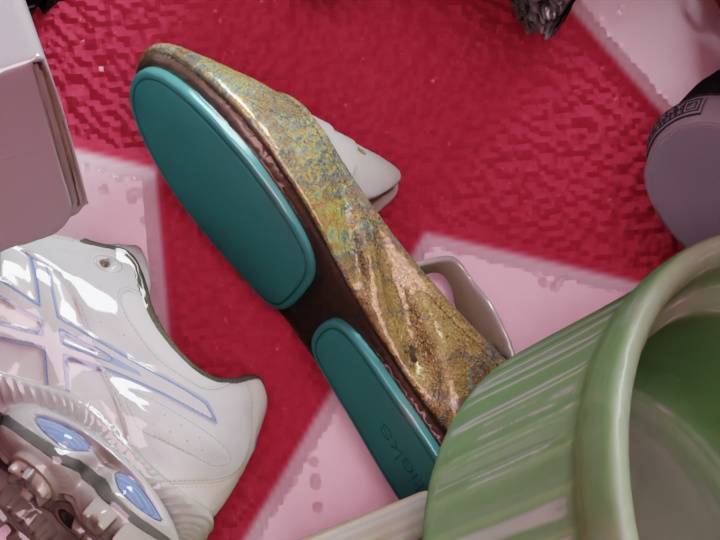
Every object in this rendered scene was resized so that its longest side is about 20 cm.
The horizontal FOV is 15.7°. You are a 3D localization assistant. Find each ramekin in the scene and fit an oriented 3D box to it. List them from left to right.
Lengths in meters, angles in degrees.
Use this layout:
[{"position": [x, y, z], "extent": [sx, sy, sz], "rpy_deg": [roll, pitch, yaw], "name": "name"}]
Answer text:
[{"position": [0.112, 0.097, 0.811], "extent": [0.200, 0.098, 0.201], "rpy_deg": [20, 58, -37], "name": "ramekin"}]

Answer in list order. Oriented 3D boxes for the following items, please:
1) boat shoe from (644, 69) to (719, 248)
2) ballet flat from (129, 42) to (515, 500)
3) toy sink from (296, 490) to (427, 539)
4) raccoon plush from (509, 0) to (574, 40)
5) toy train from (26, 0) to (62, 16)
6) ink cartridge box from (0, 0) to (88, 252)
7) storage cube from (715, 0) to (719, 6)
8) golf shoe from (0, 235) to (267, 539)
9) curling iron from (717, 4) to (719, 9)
[{"position": [0.174, 0.013, 0.885], "extent": [0.200, 0.069, 0.057], "rpy_deg": [51, 38, -10], "name": "boat shoe"}, {"position": [0.000, 0.000, 0.877], "extent": [0.071, 0.071, 0.200], "rpy_deg": [-35, 87, -7], "name": "ballet flat"}, {"position": [-0.004, 0.184, 0.800], "extent": [0.112, 0.130, 0.201], "rpy_deg": [-23, 84, 22], "name": "toy sink"}, {"position": [0.045, -0.174, 0.882], "extent": [0.134, 0.097, 0.200], "rpy_deg": [31, 82, 4], "name": "raccoon plush"}, {"position": [-0.084, -0.182, 0.893], "extent": [0.034, 0.046, 0.201], "rpy_deg": [21, 82, -2], "name": "toy train"}, {"position": [-0.184, -0.091, 0.815], "extent": [0.145, 0.088, 0.200], "rpy_deg": [-19, 59, -7], "name": "ink cartridge box"}, {"position": [0.206, -0.135, 0.756], "extent": [0.199, 0.171, 0.180], "rpy_deg": [-21, 56, -18], "name": "storage cube"}, {"position": [-0.120, 0.016, 0.868], "extent": [0.200, 0.078, 0.097], "rpy_deg": [42, 61, -1], "name": "golf shoe"}, {"position": [0.211, -0.074, 0.915], "extent": [0.199, 0.026, 0.050], "rpy_deg": [26, 80, -2], "name": "curling iron"}]
